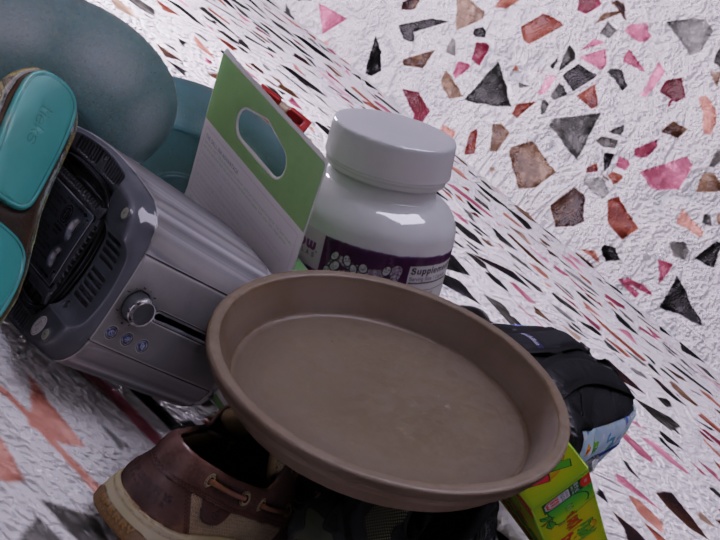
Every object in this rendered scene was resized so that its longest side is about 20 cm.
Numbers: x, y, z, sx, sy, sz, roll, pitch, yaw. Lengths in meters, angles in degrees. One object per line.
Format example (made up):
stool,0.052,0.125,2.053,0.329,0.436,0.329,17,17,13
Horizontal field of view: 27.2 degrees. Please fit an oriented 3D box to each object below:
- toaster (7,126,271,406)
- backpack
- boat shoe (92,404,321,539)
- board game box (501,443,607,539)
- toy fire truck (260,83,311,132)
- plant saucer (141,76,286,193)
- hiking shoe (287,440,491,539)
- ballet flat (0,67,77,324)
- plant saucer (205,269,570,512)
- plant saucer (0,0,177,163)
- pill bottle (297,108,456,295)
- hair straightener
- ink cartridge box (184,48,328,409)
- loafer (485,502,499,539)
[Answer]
toaster,-0.142,-0.004,0.880,0.129,0.114,0.200,32,4,-41
backpack,0.150,0.114,1.268,0.163,0.154,0.200,37,32,24
boat shoe,-0.060,0.107,0.789,0.072,0.072,0.200,43,12,25
board game box,0.120,0.144,1.045,0.102,0.048,0.200,52,-5,28
toy fire truck,-0.098,-0.076,1.172,0.049,0.141,0.200,36,5,-5
plant saucer,-0.116,-0.052,1.060,0.200,0.200,0.027,36,52,-6
hiking shoe,0.025,0.117,0.817,0.100,0.076,0.200,1,39,12
ballet flat,-0.209,-0.025,0.800,0.071,0.071,0.201,33,51,-22
plant saucer,0.013,0.063,0.787,0.199,0.030,0.200,14,27,-7
plant saucer,-0.215,-0.097,0.923,0.201,0.201,0.039,29,48,-37
pill bottle,0.000,0.000,0.987,0.112,0.201,0.112,12,19,-4
hair straightener,0.068,0.120,0.915,0.041,0.201,0.077,-4,6,17
ink cartridge box,-0.067,-0.018,0.945,0.048,0.201,0.146,1,33,-36
loafer,0.037,0.128,1.049,0.201,0.068,0.071,45,-23,56
